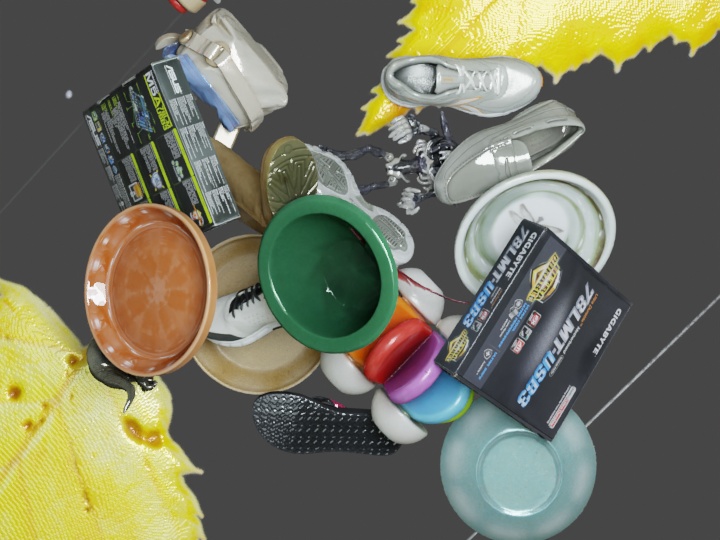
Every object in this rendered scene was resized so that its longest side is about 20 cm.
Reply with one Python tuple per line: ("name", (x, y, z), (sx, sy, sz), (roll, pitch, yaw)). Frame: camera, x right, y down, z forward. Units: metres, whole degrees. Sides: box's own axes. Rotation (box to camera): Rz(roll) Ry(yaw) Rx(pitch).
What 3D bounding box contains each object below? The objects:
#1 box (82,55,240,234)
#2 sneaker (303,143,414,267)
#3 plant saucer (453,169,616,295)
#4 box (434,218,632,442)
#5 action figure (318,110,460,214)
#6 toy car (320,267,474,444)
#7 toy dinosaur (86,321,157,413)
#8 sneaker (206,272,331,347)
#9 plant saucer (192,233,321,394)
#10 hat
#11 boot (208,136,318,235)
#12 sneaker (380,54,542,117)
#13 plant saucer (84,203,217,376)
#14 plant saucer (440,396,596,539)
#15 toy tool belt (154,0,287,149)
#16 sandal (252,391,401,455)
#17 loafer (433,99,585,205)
("box", (-0.244, -0.131, 1.432), (0.192, 0.047, 0.202), (-19, 94, 48))
("sneaker", (-0.035, -0.060, 1.406), (0.200, 0.078, 0.099), (47, 129, 3))
("plant saucer", (0.206, -0.044, 1.434), (0.197, 0.050, 0.202), (-5, 126, -6))
("box", (0.208, 0.073, 1.400), (0.198, 0.050, 0.201), (36, 85, -36))
("action figure", (0.054, -0.125, 1.439), (0.197, 0.102, 0.121), (-11, 94, 9))
("toy car", (0.058, 0.106, 1.427), (0.200, 0.150, 0.175), (44, 91, -4))
("toy dinosaur", (-0.301, 0.108, 1.478), (0.101, 0.202, 0.077), (18, 134, -16))
("sneaker", (-0.116, 0.036, 1.420), (0.198, 0.080, 0.075), (-13, 55, 21))
("plant saucer", (-0.128, 0.054, 1.503), (0.197, 0.035, 0.203), (0, 96, 4))
("hat", (0.000, 0.000, 1.363), (0.165, 0.176, 0.202), (-30, 89, 25))
("boot", (-0.129, -0.108, 1.386), (0.066, 0.200, 0.177), (-25, 131, -27))
("sneaker", (0.121, -0.224, 1.427), (0.197, 0.092, 0.077), (0, 95, 4))
("plant saucer", (-0.245, 0.023, 1.401), (0.198, 0.032, 0.203), (-1, 88, 33))
("plant saucer", (0.198, 0.250, 1.493), (0.198, 0.039, 0.204), (0, 95, 5))
("toy tool belt", (-0.187, -0.248, 1.432), (0.122, 0.125, 0.200), (-38, 111, 13))
("sandal", (-0.043, 0.196, 1.511), (0.197, 0.045, 0.076), (11, 102, -11))
("loafer", (0.177, -0.137, 1.409), (0.199, 0.070, 0.070), (-34, 128, -13))
